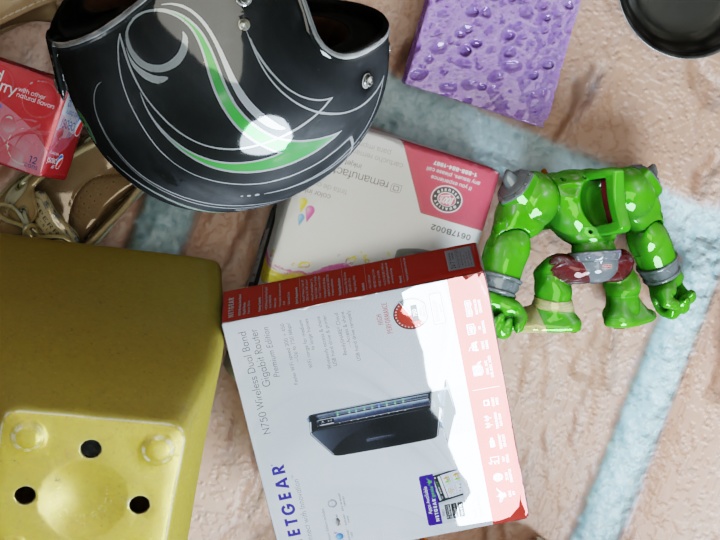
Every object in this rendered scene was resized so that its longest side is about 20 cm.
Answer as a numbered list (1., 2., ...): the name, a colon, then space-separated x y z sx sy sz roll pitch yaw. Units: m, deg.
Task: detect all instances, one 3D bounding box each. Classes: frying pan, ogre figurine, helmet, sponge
1. frying pan: 0.277 -0.199 1.376 0.190 0.031 0.115 25 92 -13
2. ogre figurine: 0.163 -0.017 1.336 0.200 0.098 0.120 -2 96 -14
3. helmet: -0.085 -0.132 1.199 0.200 0.200 0.191 -42 117 -2
4. sponge: 0.109 -0.216 1.352 0.111 0.030 0.200 15 94 -9

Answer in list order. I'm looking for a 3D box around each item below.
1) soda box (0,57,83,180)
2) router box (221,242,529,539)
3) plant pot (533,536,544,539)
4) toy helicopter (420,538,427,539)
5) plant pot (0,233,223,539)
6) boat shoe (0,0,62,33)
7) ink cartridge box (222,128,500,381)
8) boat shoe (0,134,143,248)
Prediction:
1. soda box: -0.291 -0.125 1.263 0.200 0.063 0.070 19 92 7
2. router box: 0.012 0.094 1.269 0.179 0.049 0.200 -12 116 2
3. plant pot: 0.149 0.352 1.340 0.200 0.200 0.177 42 100 -10
4. toy helicopter: 0.021 0.215 1.361 0.132 0.079 0.200 8 91 -9
5. plant pot: -0.190 0.106 1.227 0.194 0.200 0.196 7 109 -15
6. boat shoe: -0.190 -0.199 1.290 0.200 0.071 0.065 -27 98 -6
7. ink cartridge box: 0.000 0.000 1.331 0.147 0.086 0.200 16 92 -10
8. boat shoe: -0.203 -0.055 1.307 0.200 0.063 0.073 -44 100 -2
